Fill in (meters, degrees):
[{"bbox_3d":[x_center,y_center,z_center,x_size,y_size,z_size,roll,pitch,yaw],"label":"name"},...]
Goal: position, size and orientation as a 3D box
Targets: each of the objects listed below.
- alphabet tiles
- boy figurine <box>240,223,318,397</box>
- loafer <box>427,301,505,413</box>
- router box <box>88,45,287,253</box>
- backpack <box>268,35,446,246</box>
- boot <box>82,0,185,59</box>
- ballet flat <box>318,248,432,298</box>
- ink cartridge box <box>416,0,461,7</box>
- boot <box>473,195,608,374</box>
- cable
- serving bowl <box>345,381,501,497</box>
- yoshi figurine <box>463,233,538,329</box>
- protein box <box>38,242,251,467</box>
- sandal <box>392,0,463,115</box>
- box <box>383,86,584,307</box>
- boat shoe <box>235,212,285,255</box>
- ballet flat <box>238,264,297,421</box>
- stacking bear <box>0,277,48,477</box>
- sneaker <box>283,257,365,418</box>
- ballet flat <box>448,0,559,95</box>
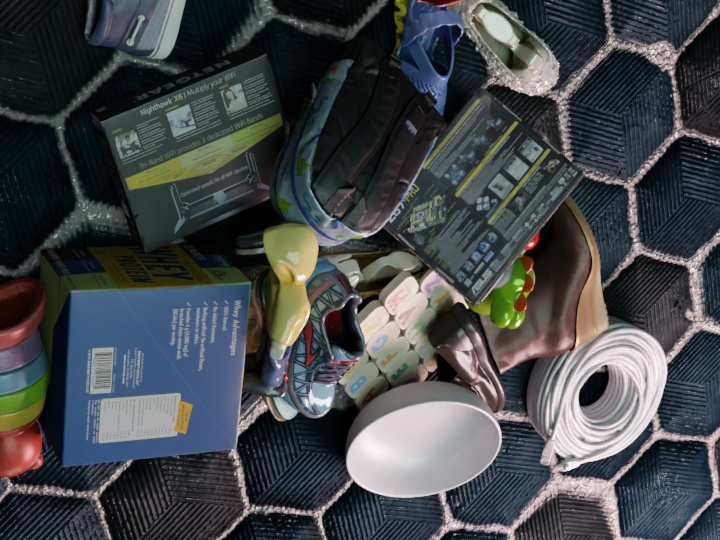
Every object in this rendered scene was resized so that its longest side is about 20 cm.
[{"bbox_3d":[0.054,0.082,1.731,0.195,0.015,0.200,-44,145,-7],"label":"alphabet tiles"},{"bbox_3d":[-0.088,0.042,1.530,0.063,0.125,0.202,7,125,-7],"label":"boy figurine"},{"bbox_3d":[0.127,0.117,1.785,0.071,0.073,0.201,-27,135,-1],"label":"loafer"},{"bbox_3d":[-0.176,-0.133,1.549,0.198,0.052,0.159,-24,118,-18],"label":"router box"},{"bbox_3d":[-0.012,-0.121,1.546,0.163,0.153,0.202,41,46,-31],"label":"backpack"},{"bbox_3d":[-0.218,-0.316,1.443,0.089,0.073,0.203,5,108,-34],"label":"boot"},{"bbox_3d":[0.000,0.000,1.683,0.198,0.063,0.069,-9,69,-30],"label":"ballet flat"},{"bbox_3d":[0.080,-0.341,1.513,0.115,0.200,0.068,-21,118,-19],"label":"ink cartridge box"},{"bbox_3d":[0.220,0.017,1.799,0.164,0.072,0.203,-18,102,-11],"label":"boot"},{"bbox_3d":[0.317,0.159,1.911,0.197,0.069,0.203,-6,111,-26],"label":"cable"},{"bbox_3d":[0.074,0.200,1.775,0.197,0.066,0.202,-7,139,-6],"label":"serving bowl"},{"bbox_3d":[0.164,-0.030,1.731,0.111,0.112,0.203,5,83,-1],"label":"yoshi figurine"},{"bbox_3d":[-0.240,0.087,1.553,0.197,0.135,0.202,-3,110,-26],"label":"protein box"},{"bbox_3d":[0.072,-0.229,1.622,0.078,0.087,0.203,-9,115,-26],"label":"sandal"},{"bbox_3d":[0.138,-0.085,1.661,0.161,0.049,0.201,39,87,5],"label":"box"},{"bbox_3d":[-0.062,-0.075,1.627,0.198,0.073,0.063,-25,107,-21],"label":"boat shoe"},{"bbox_3d":[-0.113,0.081,1.661,0.070,0.065,0.203,-35,128,-46],"label":"ballet flat"},{"bbox_3d":[-0.383,0.127,1.515,0.120,0.114,0.203,-8,120,-15],"label":"stacking bear"},{"bbox_3d":[-0.041,0.092,1.612,0.079,0.095,0.203,-22,129,-36],"label":"sneaker"},{"bbox_3d":[0.174,-0.264,1.673,0.199,0.072,0.072,35,92,-34],"label":"ballet flat"}]
